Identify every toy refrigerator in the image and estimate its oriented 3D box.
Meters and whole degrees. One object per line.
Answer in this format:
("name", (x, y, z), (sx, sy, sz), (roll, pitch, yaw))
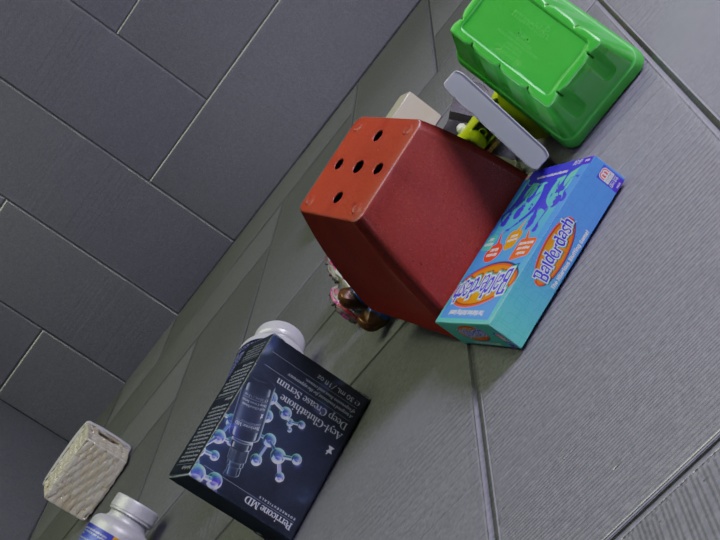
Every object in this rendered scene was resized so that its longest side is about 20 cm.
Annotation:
("toy refrigerator", (0.055, -0.219, 1.984), (0.200, 0.076, 0.070), (-57, 13, -7))

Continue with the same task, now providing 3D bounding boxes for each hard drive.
("hard drive", (0.155, -0.164, 1.217), (0.027, 0.132, 0.200), (-48, -3, 11))

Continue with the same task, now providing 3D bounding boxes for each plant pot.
("plant pot", (0.055, -0.067, 1.236), (0.200, 0.176, 0.200), (-58, 32, -10))

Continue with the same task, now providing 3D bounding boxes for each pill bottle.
("pill bottle", (-0.140, 0.163, 1.622), (0.111, 0.111, 0.200), (-47, 15, 30))
("pill bottle", (-0.432, 0.485, 1.855), (0.200, 0.112, 0.112), (-59, 13, -19))

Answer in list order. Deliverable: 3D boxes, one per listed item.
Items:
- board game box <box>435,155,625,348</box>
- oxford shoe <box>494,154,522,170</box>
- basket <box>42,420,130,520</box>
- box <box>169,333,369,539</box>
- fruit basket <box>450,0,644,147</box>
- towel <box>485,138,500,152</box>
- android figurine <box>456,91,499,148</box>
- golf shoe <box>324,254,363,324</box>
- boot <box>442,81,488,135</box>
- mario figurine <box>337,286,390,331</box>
("board game box", (0.168, -0.017, 1.109), (0.200, 0.045, 0.152), (-57, 13, -11))
("oxford shoe", (0.125, -0.077, 1.398), (0.200, 0.058, 0.075), (-50, 16, 29))
("basket", (-0.671, 0.494, 2.668), (0.200, 0.135, 0.123), (-54, 17, 2))
("box", (-0.111, 0.203, 1.325), (0.200, 0.148, 0.107), (-60, 13, -21))
("fruit basket", (0.216, -0.238, 1.281), (0.156, 0.215, 0.216), (-52, 13, 12))
("towel", (0.127, -0.112, 1.497), (0.200, 0.018, 0.086), (-52, 2, -16))
("android figurine", (0.150, -0.180, 1.471), (0.182, 0.041, 0.200), (-46, 6, 37))
("golf shoe", (0.000, 0.000, 1.640), (0.092, 0.073, 0.200), (-45, 25, 16))
("boot", (0.142, -0.180, 1.635), (0.200, 0.074, 0.075), (-63, -15, -16))
("mario figurine", (0.016, -0.022, 1.416), (0.106, 0.123, 0.200), (-49, -20, -59))
